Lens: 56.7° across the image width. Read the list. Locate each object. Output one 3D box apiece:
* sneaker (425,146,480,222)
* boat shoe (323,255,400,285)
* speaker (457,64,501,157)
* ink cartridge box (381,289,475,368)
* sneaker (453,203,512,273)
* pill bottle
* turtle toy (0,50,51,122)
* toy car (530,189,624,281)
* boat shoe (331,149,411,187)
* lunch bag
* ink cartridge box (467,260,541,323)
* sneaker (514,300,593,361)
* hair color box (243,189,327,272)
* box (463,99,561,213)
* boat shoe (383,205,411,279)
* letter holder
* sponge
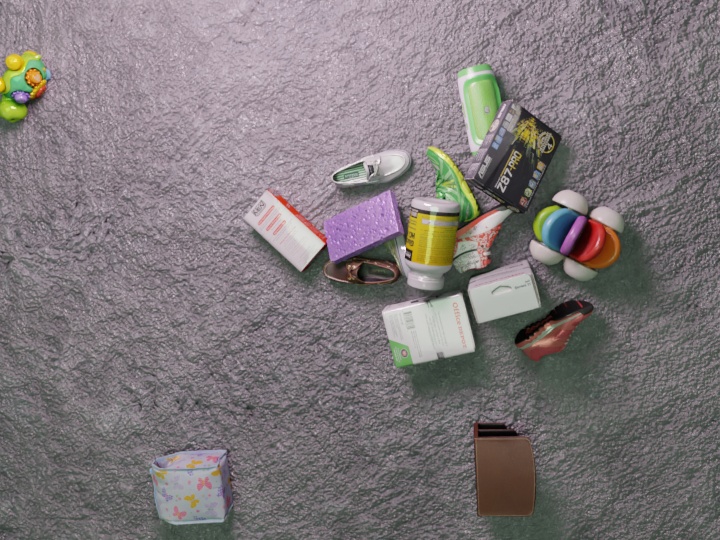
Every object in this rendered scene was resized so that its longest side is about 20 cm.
[{"bbox_3d":[0.205,-0.201,1.571,0.084,0.074,0.200,-30,91,10],"label":"sneaker"},{"bbox_3d":[0.000,0.000,1.647,0.200,0.070,0.071,0,99,13],"label":"boat shoe"},{"bbox_3d":[0.279,-0.362,1.527,0.088,0.088,0.200,-11,96,13],"label":"speaker"},{"bbox_3d":[0.169,0.140,1.623,0.200,0.084,0.146,-13,95,13],"label":"ink cartridge box"},{"bbox_3d":[0.295,-0.074,1.576,0.201,0.067,0.108,-32,92,18],"label":"sneaker"},{"bbox_3d":[0.161,-0.061,1.533,0.112,0.112,0.200,9,103,11],"label":"pill bottle"},{"bbox_3d":[-0.885,-0.479,1.739,0.101,0.146,0.200,39,105,-18],"label":"turtle toy"},{"bbox_3d":[0.485,-0.074,1.492,0.200,0.150,0.175,27,103,7],"label":"toy car"},{"bbox_3d":[0.026,-0.238,1.607,0.200,0.067,0.074,-19,94,14],"label":"boat shoe"},{"bbox_3d":[-0.457,0.581,1.801,0.200,0.127,0.170,-6,99,3],"label":"lunch bag"},{"bbox_3d":[0.325,0.046,1.517,0.146,0.200,0.083,-16,95,14],"label":"ink cartridge box"},{"bbox_3d":[0.468,0.144,1.579,0.200,0.074,0.087,-34,104,18],"label":"sneaker"},{"bbox_3d":[-0.184,-0.101,1.675,0.200,0.061,0.102,43,104,2],"label":"hair color box"},{"bbox_3d":[0.342,-0.252,1.489,0.161,0.049,0.200,29,85,-20],"label":"box"},{"bbox_3d":[0.089,-0.070,1.626,0.062,0.072,0.200,-20,84,27],"label":"boat shoe"},{"bbox_3d":[0.352,0.484,1.629,0.142,0.101,0.200,-3,98,10],"label":"letter holder"},{"bbox_3d":[0.004,-0.103,1.610,0.200,0.030,0.112,-23,68,27],"label":"sponge"}]
